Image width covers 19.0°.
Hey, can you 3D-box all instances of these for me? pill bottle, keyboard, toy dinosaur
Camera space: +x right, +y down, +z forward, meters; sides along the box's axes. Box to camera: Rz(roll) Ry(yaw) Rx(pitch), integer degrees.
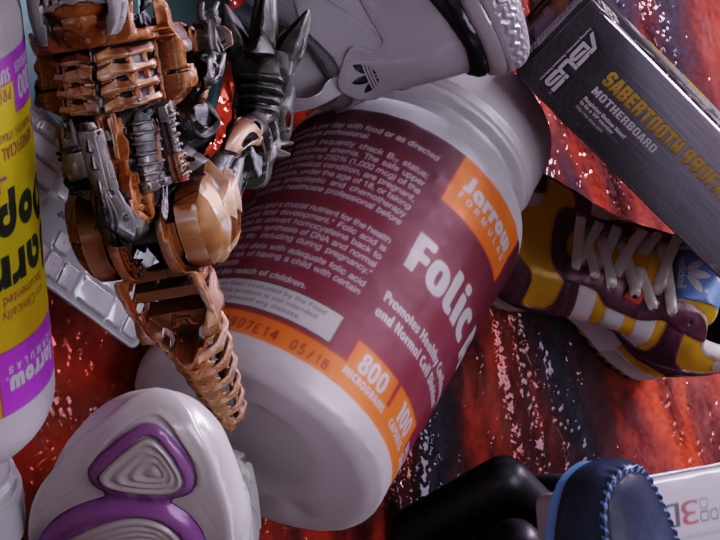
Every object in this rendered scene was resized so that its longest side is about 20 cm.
[{"bbox_3d":[0.000,0.000,0.913,0.114,0.114,0.200,52,52,-28],"label":"pill bottle"},{"bbox_3d":[-0.140,-0.045,0.796,0.200,0.011,0.057,40,58,-36],"label":"keyboard"},{"bbox_3d":[-0.157,0.003,0.725,0.104,0.104,0.201,-28,125,-45],"label":"pill bottle"},{"bbox_3d":[-0.077,-0.035,0.760,0.136,0.102,0.201,-83,-178,-59],"label":"toy dinosaur"}]

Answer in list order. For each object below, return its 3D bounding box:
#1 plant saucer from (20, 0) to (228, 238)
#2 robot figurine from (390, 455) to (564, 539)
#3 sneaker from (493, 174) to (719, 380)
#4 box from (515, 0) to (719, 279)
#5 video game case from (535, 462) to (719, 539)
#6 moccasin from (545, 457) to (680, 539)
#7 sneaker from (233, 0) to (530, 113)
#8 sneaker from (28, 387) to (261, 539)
[{"bbox_3d":[-0.135,-0.111,0.844,0.199,0.036,0.201,8,79,-46],"label":"plant saucer"},{"bbox_3d":[0.098,0.173,0.985,0.200,0.124,0.151,48,59,-30],"label":"robot figurine"},{"bbox_3d":[0.129,-0.003,1.068,0.200,0.090,0.075,26,66,-42],"label":"sneaker"},{"bbox_3d":[0.142,-0.064,1.004,0.158,0.048,0.200,43,11,-5],"label":"box"},{"bbox_3d":[0.149,0.187,0.935,0.182,0.022,0.201,-4,89,-44],"label":"video game case"},{"bbox_3d":[0.134,0.167,0.860,0.080,0.068,0.201,-32,107,-41],"label":"moccasin"},{"bbox_3d":[-0.005,-0.143,0.922,0.075,0.114,0.201,68,3,-45],"label":"sneaker"},{"bbox_3d":[-0.076,0.090,0.809,0.200,0.074,0.100,97,6,-54],"label":"sneaker"}]
